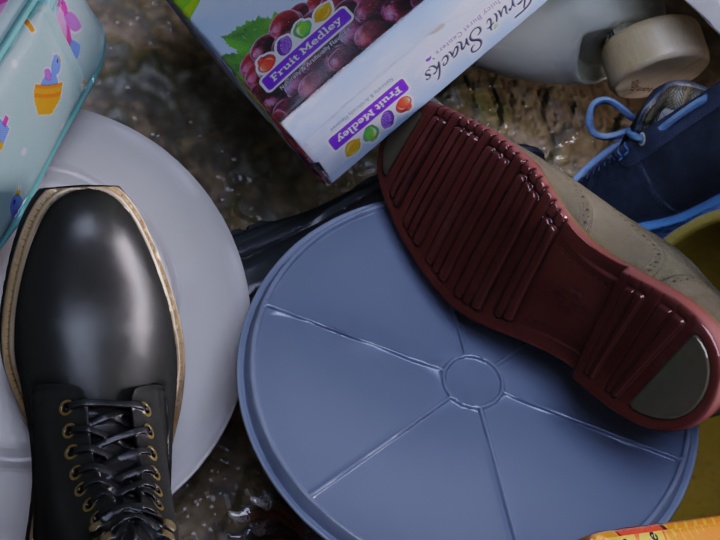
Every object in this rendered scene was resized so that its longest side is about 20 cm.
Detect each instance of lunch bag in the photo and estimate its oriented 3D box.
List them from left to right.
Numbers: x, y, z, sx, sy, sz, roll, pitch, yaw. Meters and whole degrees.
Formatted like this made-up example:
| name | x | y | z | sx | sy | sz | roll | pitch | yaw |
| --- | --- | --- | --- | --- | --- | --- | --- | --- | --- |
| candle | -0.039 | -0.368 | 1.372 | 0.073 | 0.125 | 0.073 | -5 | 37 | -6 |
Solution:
| name | x | y | z | sx | sy | sz | roll | pitch | yaw |
| --- | --- | --- | --- | --- | --- | --- | --- | --- | --- |
| lunch bag | -0.214 | -0.062 | 1.212 | 0.160 | 0.077 | 0.201 | 13 | 58 | 24 |

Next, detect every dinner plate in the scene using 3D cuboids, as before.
| name | x | y | z | sx | sy | sz | roll | pitch | yaw |
| --- | --- | --- | --- | --- | --- | --- | --- | --- | --- |
| dinner plate | -0.145 | 0.020 | 1.233 | 0.199 | 0.024 | 0.201 | 1 | 74 | -5 |

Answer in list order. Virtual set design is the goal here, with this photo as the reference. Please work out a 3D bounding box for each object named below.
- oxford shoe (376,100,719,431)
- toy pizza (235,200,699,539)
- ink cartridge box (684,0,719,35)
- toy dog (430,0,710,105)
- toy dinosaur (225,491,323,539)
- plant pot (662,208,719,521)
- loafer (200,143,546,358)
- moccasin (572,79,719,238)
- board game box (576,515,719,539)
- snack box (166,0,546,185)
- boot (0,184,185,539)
| name | x | y | z | sx | sy | sz | roll | pitch | yaw |
| --- | --- | --- | --- | --- | --- | --- | --- | --- | --- |
| oxford shoe | 0.088 | -0.001 | 1.225 | 0.200 | 0.071 | 0.075 | 44 | 25 | 26 |
| toy pizza | 0.045 | 0.055 | 1.223 | 0.199 | 0.032 | 0.201 | 6 | 55 | -8 |
| ink cartridge box | 0.218 | -0.158 | 1.355 | 0.146 | 0.085 | 0.200 | 43 | 28 | 6 |
| toy dog | 0.063 | -0.105 | 1.361 | 0.199 | 0.096 | 0.133 | 2 | 69 | 3 |
| toy dinosaur | -0.011 | 0.182 | 1.197 | 0.199 | 0.105 | 0.182 | -12 | 74 | -21 |
| plant pot | 0.210 | 0.080 | 1.264 | 0.141 | 0.200 | 0.201 | 9 | 63 | -37 |
| loafer | 0.000 | 0.000 | 1.300 | 0.200 | 0.068 | 0.071 | -22 | 82 | -16 |
| moccasin | 0.154 | -0.054 | 1.291 | 0.080 | 0.200 | 0.069 | -2 | 76 | -42 |
| board game box | 0.101 | 0.218 | 1.106 | 0.199 | 0.199 | 0.201 | -1 | 69 | -50 |
| snack box | 0.020 | -0.149 | 1.267 | 0.200 | 0.053 | 0.142 | -40 | 44 | -1 |
| boot | -0.094 | 0.071 | 1.141 | 0.077 | 0.138 | 0.201 | -6 | 98 | -13 |
